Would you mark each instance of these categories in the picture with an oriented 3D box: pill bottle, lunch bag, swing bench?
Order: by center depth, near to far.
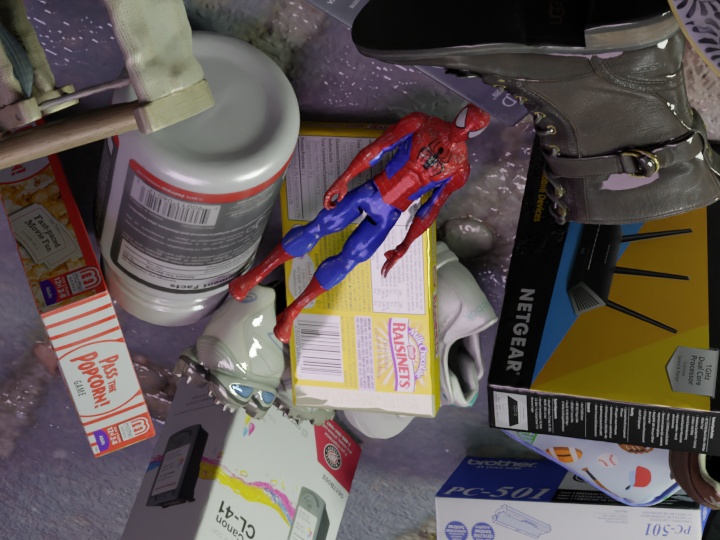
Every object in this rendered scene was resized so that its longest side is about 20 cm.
[{"bbox_3d":[-0.186,-0.163,0.954,0.199,0.130,0.200,-12,101,27],"label":"swing bench"},{"bbox_3d":[-0.112,-0.052,1.126,0.115,0.116,0.200,19,148,-4],"label":"pill bottle"},{"bbox_3d":[0.195,0.079,1.208,0.160,0.076,0.200,29,139,-10],"label":"lunch bag"}]

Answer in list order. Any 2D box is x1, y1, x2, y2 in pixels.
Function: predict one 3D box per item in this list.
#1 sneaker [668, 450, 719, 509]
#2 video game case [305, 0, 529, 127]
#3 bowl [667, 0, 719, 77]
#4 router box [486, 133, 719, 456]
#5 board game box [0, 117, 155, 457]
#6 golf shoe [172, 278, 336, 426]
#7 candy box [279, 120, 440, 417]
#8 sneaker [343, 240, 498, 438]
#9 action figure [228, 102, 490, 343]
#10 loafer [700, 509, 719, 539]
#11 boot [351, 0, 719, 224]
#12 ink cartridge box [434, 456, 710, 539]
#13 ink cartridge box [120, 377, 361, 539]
[{"bbox_3d":[0.256,0.056,1.083,0.070,0.201,0.076,19,-174,-8],"label":"sneaker"},{"bbox_3d":[0.044,-0.166,0.964,0.199,0.019,0.143,29,143,-18],"label":"video game case"},{"bbox_3d":[0.251,-0.175,0.849,0.200,0.202,0.094,-28,168,41],"label":"bowl"},{"bbox_3d":[0.163,0.008,1.041,0.148,0.201,0.051,6,143,11],"label":"router box"},{"bbox_3d":[-0.198,0.001,1.164,0.046,0.200,0.152,-19,140,-9],"label":"board game box"},{"bbox_3d":[-0.050,0.054,1.248,0.078,0.098,0.200,30,-176,19],"label":"golf shoe"},{"bbox_3d":[0.000,0.000,1.158,0.102,0.026,0.201,3,112,13],"label":"candy box"},{"bbox_3d":[0.046,0.073,1.236,0.088,0.075,0.200,43,146,20],"label":"sneaker"},{"bbox_3d":[0.006,-0.036,1.098,0.200,0.052,0.065,-43,99,16],"label":"action figure"},{"bbox_3d":[0.293,0.128,1.155,0.073,0.200,0.072,40,172,13],"label":"loafer"},{"bbox_3d":[0.105,-0.086,0.973,0.199,0.069,0.174,1,141,17],"label":"boot"},{"bbox_3d":[0.165,0.179,1.325,0.199,0.094,0.044,0,103,19],"label":"ink cartridge box"},{"bbox_3d":[-0.091,0.183,1.337,0.085,0.201,0.148,-16,132,34],"label":"ink cartridge box"}]
